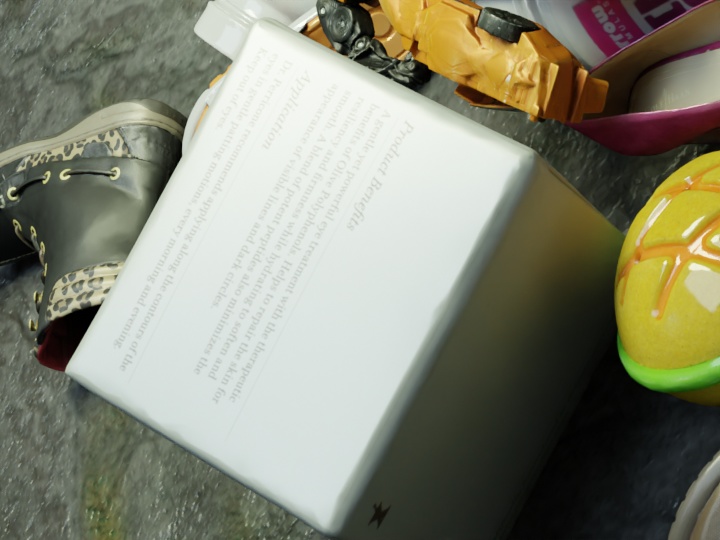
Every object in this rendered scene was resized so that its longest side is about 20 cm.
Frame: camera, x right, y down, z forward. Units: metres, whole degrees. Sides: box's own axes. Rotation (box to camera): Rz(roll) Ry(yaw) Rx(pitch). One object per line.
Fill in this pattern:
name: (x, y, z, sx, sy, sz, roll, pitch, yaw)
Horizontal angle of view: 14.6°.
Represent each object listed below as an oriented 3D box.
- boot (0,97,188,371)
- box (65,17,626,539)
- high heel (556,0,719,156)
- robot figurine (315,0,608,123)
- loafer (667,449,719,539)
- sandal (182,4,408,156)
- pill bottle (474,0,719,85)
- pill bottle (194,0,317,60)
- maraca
boot: (-0.188, -0.008, 1.769, 0.199, 0.073, 0.151, -24, 50, 32)
box: (0.006, 0.021, 1.372, 0.171, 0.200, 0.200, 28, 88, 27)
high heel: (0.168, -0.109, 1.329, 0.200, 0.095, 0.068, 140, 128, -64)
robot figurine: (0.052, -0.149, 1.408, 0.200, 0.058, 0.146, 32, 111, 48)
loafer: (0.168, 0.159, 1.248, 0.071, 0.073, 0.201, 30, 96, 43)
sandal: (-0.022, -0.106, 1.595, 0.207, 0.079, 0.059, -44, 22, 13)
pill bottle: (0.161, -0.160, 1.417, 0.199, 0.113, 0.114, -27, 48, 38)
pill bottle: (-0.012, -0.203, 1.652, 0.201, 0.108, 0.109, -58, 37, 5)
maraca: (0.181, -0.011, 1.310, 0.137, 0.107, 0.200, -23, 25, 26)
